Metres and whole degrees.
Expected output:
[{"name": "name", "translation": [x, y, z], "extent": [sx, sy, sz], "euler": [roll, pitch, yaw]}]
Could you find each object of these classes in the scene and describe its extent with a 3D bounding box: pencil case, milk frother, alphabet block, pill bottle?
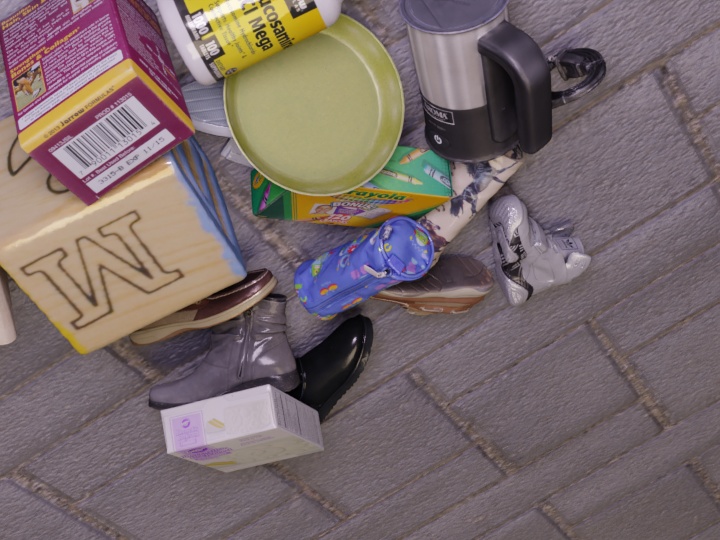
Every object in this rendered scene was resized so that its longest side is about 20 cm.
[{"name": "pencil case", "translation": [0.116, -0.096, 1.566], "extent": [0.078, 0.090, 0.200], "euler": [34, 118, -11]}, {"name": "milk frother", "translation": [0.160, -0.242, 1.413], "extent": [0.200, 0.180, 0.189], "euler": [-55, 149, -30]}, {"name": "alphabet block", "translation": [-0.259, -0.067, 1.355], "extent": [0.199, 0.196, 0.197], "euler": [-26, 136, 3]}, {"name": "pill bottle", "translation": [-0.091, -0.272, 1.272], "extent": [0.199, 0.113, 0.113], "euler": [-26, 138, 4]}, {"name": "pencil case", "translation": [0.000, 0.000, 1.552], "extent": [0.078, 0.087, 0.200], "euler": [50, 140, -13]}]

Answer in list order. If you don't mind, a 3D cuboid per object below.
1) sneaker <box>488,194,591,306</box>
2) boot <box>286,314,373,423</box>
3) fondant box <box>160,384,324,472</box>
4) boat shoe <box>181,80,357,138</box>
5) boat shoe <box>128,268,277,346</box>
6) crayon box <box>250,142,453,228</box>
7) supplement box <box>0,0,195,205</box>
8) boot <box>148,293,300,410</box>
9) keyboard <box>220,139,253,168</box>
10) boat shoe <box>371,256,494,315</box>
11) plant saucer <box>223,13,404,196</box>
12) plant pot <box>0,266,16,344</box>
[{"name": "sneaker", "translation": [0.231, -0.039, 1.676], "extent": [0.114, 0.075, 0.200], "euler": [-19, 143, -4]}, {"name": "boot", "translation": [-0.093, 0.124, 1.712], "extent": [0.162, 0.074, 0.199], "euler": [17, 124, -28]}, {"name": "fondant box", "translation": [-0.144, 0.202, 1.635], "extent": [0.144, 0.059, 0.200], "euler": [-14, 160, 12]}, {"name": "boat shoe", "translation": [-0.103, -0.163, 1.406], "extent": [0.199, 0.074, 0.067], "euler": [0, 153, -15]}, {"name": "boat shoe", "translation": [-0.199, 0.027, 1.560], "extent": [0.199, 0.072, 0.072], "euler": [-18, 107, 16]}, {"name": "crayon box", "translation": [-0.010, -0.098, 1.473], "extent": [0.199, 0.059, 0.119], "euler": [4, 161, -29]}, {"name": "supplement box", "translation": [-0.253, -0.182, 1.230], "extent": [0.131, 0.200, 0.103], "euler": [-32, 137, 11]}, {"name": "boot", "translation": [-0.179, 0.098, 1.629], "extent": [0.199, 0.070, 0.132], "euler": [-12, 100, 0]}, {"name": "keyboard", "translation": [-0.065, -0.125, 1.512], "extent": [0.199, 0.011, 0.056], "euler": [17, 119, -36]}, {"name": "boat shoe", "translation": [0.077, 0.027, 1.678], "extent": [0.199, 0.076, 0.072], "euler": [4, 134, -24]}, {"name": "plant saucer", "translation": [-0.051, -0.176, 1.367], "extent": [0.199, 0.201, 0.031], "euler": [-2, 176, -21]}, {"name": "plant pot", "translation": [-0.465, -0.041, 1.307], "extent": [0.199, 0.200, 0.178], "euler": [-9, 125, -15]}]
